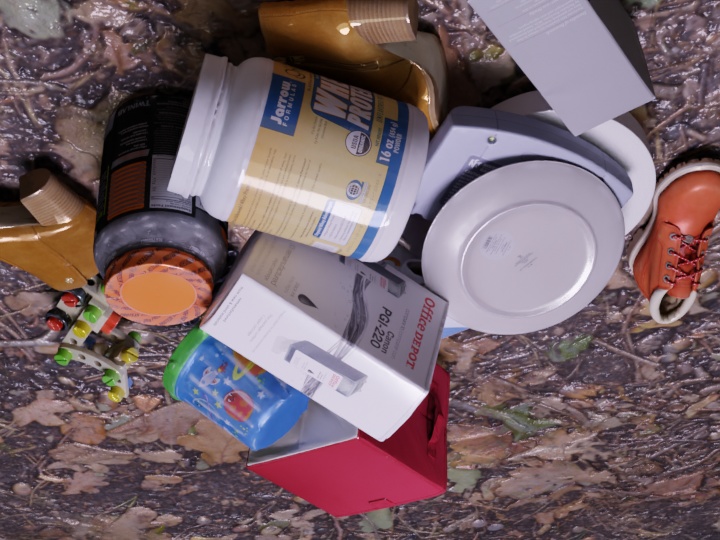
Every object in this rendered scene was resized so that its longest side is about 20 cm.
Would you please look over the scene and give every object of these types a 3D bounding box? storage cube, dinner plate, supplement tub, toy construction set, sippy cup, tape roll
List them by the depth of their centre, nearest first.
[{"bbox_3d":[-0.055,-0.099,1.032,0.200,0.145,0.145,16,140,-11],"label":"supplement tub"},{"bbox_3d":[-0.184,-0.057,1.110,0.122,0.200,0.123,-2,144,-1],"label":"supplement tub"},{"bbox_3d":[0.158,-0.013,1.133,0.200,0.024,0.200,-4,124,-6],"label":"dinner plate"},{"bbox_3d":[0.188,-0.090,1.179,0.202,0.037,0.203,1,135,1],"label":"tape roll"},{"bbox_3d":[-0.129,0.126,1.334,0.140,0.130,0.178,-51,161,6],"label":"sippy cup"},{"bbox_3d":[-0.280,0.057,1.348,0.131,0.092,0.200,35,125,-9],"label":"toy construction set"},{"bbox_3d":[-0.014,0.181,1.456,0.200,0.171,0.180,-19,141,32],"label":"storage cube"}]

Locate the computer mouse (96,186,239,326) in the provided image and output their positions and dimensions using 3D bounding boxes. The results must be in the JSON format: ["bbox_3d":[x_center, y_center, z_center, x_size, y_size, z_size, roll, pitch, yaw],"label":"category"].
[{"bbox_3d":[-0.210,-0.033,1.247,0.044,0.110,0.200,-4,138,41],"label":"computer mouse"}]

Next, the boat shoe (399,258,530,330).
[{"bbox_3d":[0.132,0.006,1.201,0.202,0.075,0.086,1,123,-14],"label":"boat shoe"}]

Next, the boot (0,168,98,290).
[{"bbox_3d":[-0.361,-0.021,1.238,0.201,0.071,0.144,-19,138,12],"label":"boot"}]

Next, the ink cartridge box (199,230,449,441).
[{"bbox_3d":[-0.027,0.043,1.100,0.200,0.146,0.085,34,124,-10],"label":"ink cartridge box"}]

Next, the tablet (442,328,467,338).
[{"bbox_3d":[0.093,0.042,1.387,0.130,0.014,0.200,21,152,-32],"label":"tablet"}]

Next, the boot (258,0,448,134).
[{"bbox_3d":[-0.004,-0.186,1.077,0.144,0.071,0.201,0,155,18],"label":"boot"}]

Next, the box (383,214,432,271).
[{"bbox_3d":[0.000,0.000,1.289,0.200,0.098,0.124,-31,136,32],"label":"box"}]

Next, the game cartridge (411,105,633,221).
[{"bbox_3d":[0.151,-0.082,1.133,0.200,0.041,0.133,18,136,-19],"label":"game cartridge"}]

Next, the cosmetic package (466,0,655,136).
[{"bbox_3d":[0.166,-0.218,1.003,0.090,0.107,0.200,-26,140,27],"label":"cosmetic package"}]

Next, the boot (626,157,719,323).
[{"bbox_3d":[0.348,-0.029,1.274,0.075,0.107,0.200,2,142,-5],"label":"boot"}]

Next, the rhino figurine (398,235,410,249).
[{"bbox_3d":[-0.033,-0.061,1.171,0.200,0.060,0.087,24,160,25],"label":"rhino figurine"}]
